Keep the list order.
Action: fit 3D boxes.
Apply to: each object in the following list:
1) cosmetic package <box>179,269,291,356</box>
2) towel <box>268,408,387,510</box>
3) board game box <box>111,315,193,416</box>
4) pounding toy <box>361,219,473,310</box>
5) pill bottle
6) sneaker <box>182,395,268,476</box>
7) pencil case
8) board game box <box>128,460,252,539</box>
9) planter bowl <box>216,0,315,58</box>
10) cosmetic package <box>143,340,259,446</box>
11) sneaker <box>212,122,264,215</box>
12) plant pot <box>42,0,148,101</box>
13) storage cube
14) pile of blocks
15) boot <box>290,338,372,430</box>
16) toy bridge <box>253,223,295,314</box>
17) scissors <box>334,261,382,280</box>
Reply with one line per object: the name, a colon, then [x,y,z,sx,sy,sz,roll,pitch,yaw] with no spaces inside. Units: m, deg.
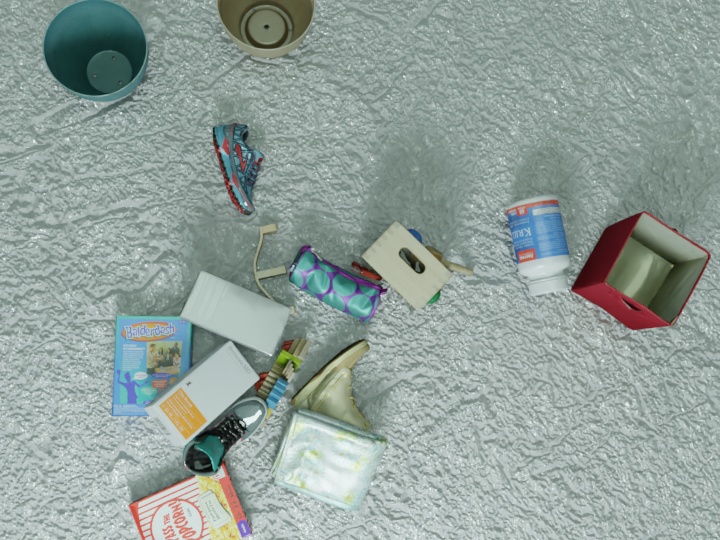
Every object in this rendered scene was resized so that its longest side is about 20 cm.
cosmetic package: [-0.247,0.085,1.510,0.199,0.090,0.107,26,80,-11]
towel: [-0.067,0.377,1.512,0.199,0.048,0.172,20,111,-4]
board game box: [-0.416,0.191,1.532,0.151,0.045,0.201,2,83,-6]
pounding toy: [0.123,-0.012,1.562,0.200,0.184,0.142,44,93,0]
pill bottle: [0.383,-0.052,1.617,0.112,0.112,0.201,-10,83,-7]
sneaker: [-0.269,0.326,1.470,0.200,0.121,0.084,-40,95,8]
pencil case: [-0.051,0.026,1.571,0.199,0.085,0.093,28,120,-4]
board game box: [-0.334,0.489,1.505,0.199,0.046,0.152,-23,86,-8]
planter bowl: [-0.197,-0.533,1.599,0.199,0.135,0.201,1,84,-6]
cosmetic package: [-0.308,0.239,1.486,0.200,0.071,0.102,-42,99,-31]
sneaker: [-0.242,-0.216,1.585,0.095,0.079,0.201,-16,85,-10]
plant pot: [-0.524,-0.427,1.549,0.199,0.135,0.201,1,83,-6]
storage cube: [0.584,0.005,1.600,0.171,0.180,0.200,32,80,-2]
pile of blocks: [-0.173,0.215,1.538,0.062,0.082,0.200,30,81,-2]
boot: [-0.022,0.253,1.555,0.200,0.073,0.156,-43,89,-8]
toy bridge: [-0.187,0.006,1.589,0.067,0.027,0.201,-12,85,-6]
scissors: [0.000,0.000,1.531,0.073,0.200,0.014,30,95,10]
